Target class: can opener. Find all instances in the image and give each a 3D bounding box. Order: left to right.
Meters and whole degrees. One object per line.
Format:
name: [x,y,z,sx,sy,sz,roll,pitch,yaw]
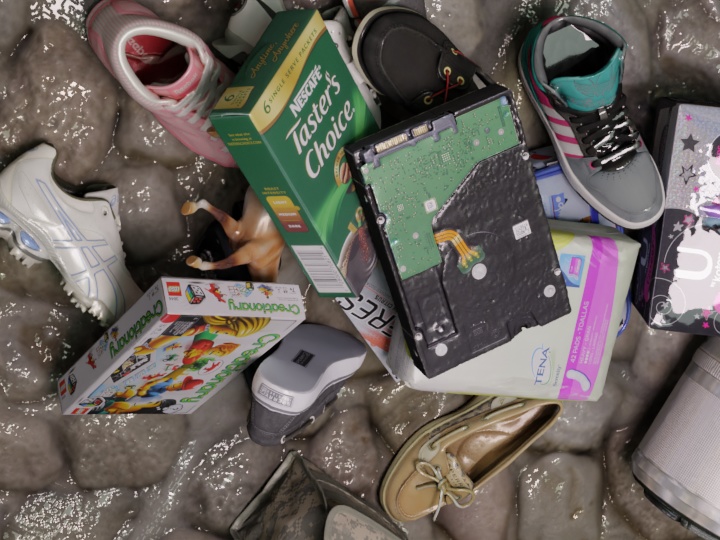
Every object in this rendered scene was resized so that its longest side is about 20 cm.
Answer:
can opener: [-0.093,0.039,1.232,0.078,0.063,0.202,-16,112,-15]

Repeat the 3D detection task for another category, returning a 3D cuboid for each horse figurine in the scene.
horse figurine: [-0.082,-0.065,1.128,0.132,0.050,0.202,21,84,-56]

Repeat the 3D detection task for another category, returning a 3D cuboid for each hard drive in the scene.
hard drive: [0.080,-0.031,1.129,0.139,0.038,0.201,-25,114,-12]

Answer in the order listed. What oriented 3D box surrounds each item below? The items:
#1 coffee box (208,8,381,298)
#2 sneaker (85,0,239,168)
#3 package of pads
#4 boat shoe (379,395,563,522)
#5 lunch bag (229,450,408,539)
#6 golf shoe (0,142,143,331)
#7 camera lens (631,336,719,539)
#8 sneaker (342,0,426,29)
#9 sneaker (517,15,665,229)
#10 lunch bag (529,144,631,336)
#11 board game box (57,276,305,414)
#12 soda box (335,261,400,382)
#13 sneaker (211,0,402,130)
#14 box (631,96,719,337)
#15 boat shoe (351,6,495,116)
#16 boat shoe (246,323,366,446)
coffee box: [-0.033,-0.087,1.103,0.123,0.044,0.201,-60,136,-34]
sneaker: [-0.130,-0.138,1.135,0.200,0.105,0.076,38,91,-28]
package of pads: [0.130,0.033,1.227,0.198,0.068,0.156,6,106,-19]
boat shoe: [0.104,0.171,1.350,0.200,0.063,0.073,-42,117,-2]
lunch bag: [-0.009,0.276,1.269,0.164,0.200,0.118,38,93,-26]
golf shoe: [-0.217,-0.019,1.163,0.097,0.078,0.200,-49,118,-6]
camera lens: [0.374,0.163,1.392,0.159,0.160,0.201,28,97,-26]
sneaker: [0.027,-0.267,1.148,0.077,0.081,0.202,-40,122,-40]
sneaker: [0.201,-0.136,1.197,0.083,0.121,0.201,-30,78,-3]
lunch bag: [0.174,-0.018,1.307,0.159,0.076,0.202,-17,114,-17]
board game box: [-0.149,0.065,1.153,0.125,0.035,0.200,3,152,-36]
soda box: [0.000,0.000,1.247,0.063,0.068,0.201,-35,116,4]
sneaker: [-0.019,-0.168,1.182,0.199,0.074,0.089,32,97,-27]
box: [0.317,-0.050,1.287,0.113,0.132,0.202,6,99,3]
boat shoe: [0.066,-0.156,1.181,0.074,0.063,0.201,-56,141,2]
boat shoe: [-0.049,0.100,1.211,0.069,0.200,0.067,23,107,7]
